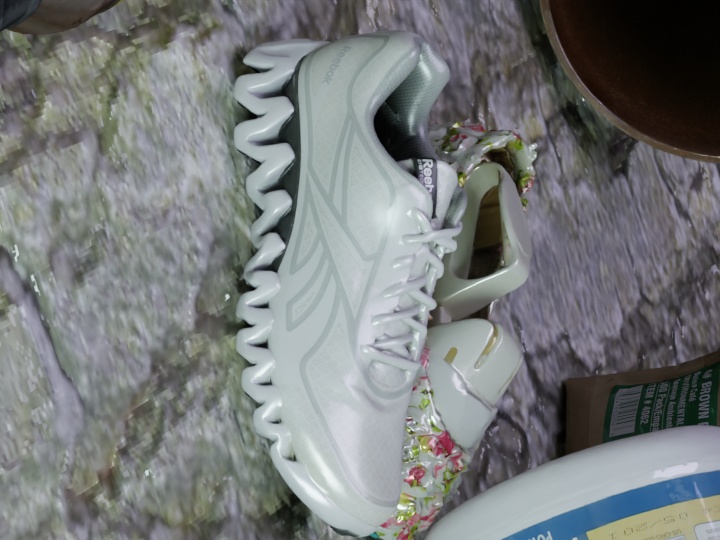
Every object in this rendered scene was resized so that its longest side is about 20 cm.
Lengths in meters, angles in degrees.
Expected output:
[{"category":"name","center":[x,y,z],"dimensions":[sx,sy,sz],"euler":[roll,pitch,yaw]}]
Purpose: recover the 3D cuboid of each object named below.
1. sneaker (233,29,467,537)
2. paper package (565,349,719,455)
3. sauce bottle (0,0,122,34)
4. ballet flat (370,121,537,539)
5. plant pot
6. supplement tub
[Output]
[{"category":"sneaker","center":[0.000,0.000,1.113],"dimensions":[0.075,0.081,0.200],"euler":[24,58,-59]},{"category":"paper package","center":[0.174,0.162,1.341],"dimensions":[0.191,0.103,0.200],"euler":[44,41,-46]},{"category":"sauce bottle","center":[-0.098,-0.119,0.998],"dimensions":[0.200,0.065,0.065],"euler":[-43,115,-61]},{"category":"ballet flat","center":[0.036,0.016,1.190],"dimensions":[0.076,0.064,0.200],"euler":[47,39,-44]},{"category":"plant pot","center":[0.187,-0.175,1.473],"dimensions":[0.200,0.187,0.187],"euler":[-75,143,-67]},{"category":"supplement tub","center":[0.118,0.176,1.147],"dimensions":[0.145,0.145,0.200],"euler":[13,54,-60]}]
